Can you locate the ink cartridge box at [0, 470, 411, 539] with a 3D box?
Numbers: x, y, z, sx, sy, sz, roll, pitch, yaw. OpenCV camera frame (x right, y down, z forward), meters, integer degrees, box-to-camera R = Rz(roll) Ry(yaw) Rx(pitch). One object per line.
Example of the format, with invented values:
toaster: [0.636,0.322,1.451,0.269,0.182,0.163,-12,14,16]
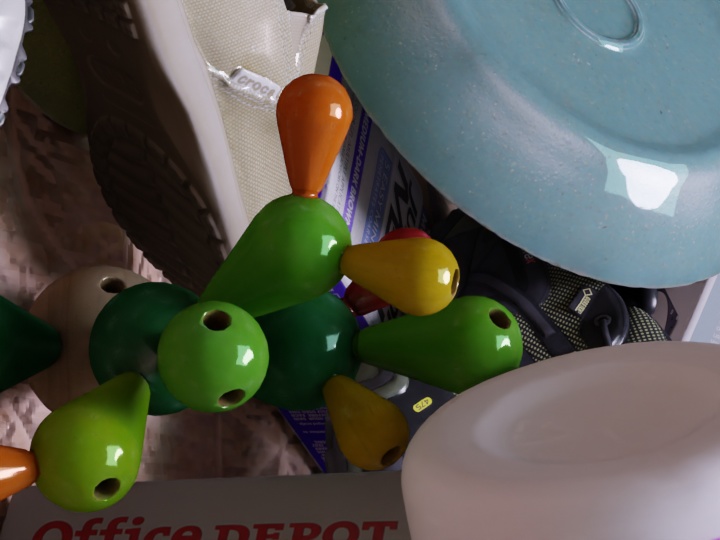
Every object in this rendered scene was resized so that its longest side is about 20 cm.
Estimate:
ink cartridge box: [-0.030,0.174,0.632,0.145,0.145,0.200,60,32,-48]

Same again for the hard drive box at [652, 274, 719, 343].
hard drive box: [0.156,0.005,0.968,0.156,0.077,0.200,-152,-96,-78]

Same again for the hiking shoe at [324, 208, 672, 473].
hiking shoe: [0.055,0.042,0.767,0.200,0.100,0.076,-66,145,-44]

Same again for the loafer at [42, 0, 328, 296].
loafer: [-0.042,-0.057,0.666,0.068,0.076,0.200,-38,141,-21]

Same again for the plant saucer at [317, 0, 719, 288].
plant saucer: [0.076,-0.086,0.814,0.200,0.036,0.200,21,44,-22]

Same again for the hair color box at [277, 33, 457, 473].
hair color box: [0.000,0.000,0.852,0.200,0.065,0.109,60,33,-52]

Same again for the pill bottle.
pill bottle: [0.077,0.126,0.574,0.104,0.104,0.200,-47,129,-62]

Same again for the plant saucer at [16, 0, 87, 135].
plant saucer: [-0.076,-0.143,0.720,0.200,0.031,0.200,-4,90,-69]

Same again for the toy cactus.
toy cactus: [-0.065,0.012,0.600,0.165,0.200,0.102,174,-94,-71]

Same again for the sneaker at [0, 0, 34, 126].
sneaker: [-0.116,-0.109,0.558,0.079,0.074,0.200,40,45,-41]
